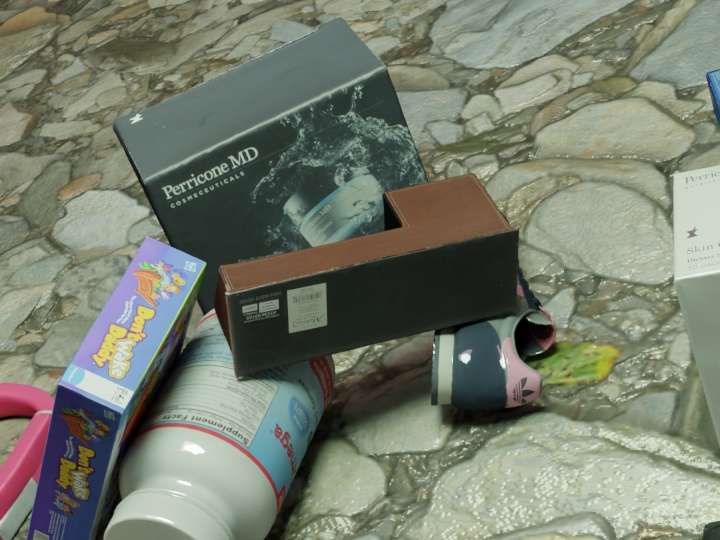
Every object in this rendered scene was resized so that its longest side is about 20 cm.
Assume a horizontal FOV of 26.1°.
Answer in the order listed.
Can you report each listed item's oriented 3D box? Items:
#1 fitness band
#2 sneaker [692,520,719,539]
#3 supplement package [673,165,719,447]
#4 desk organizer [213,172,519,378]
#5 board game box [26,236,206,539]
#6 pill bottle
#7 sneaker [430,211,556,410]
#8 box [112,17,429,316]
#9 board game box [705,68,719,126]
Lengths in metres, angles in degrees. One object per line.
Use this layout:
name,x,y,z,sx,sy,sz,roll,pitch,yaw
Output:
fitness band,-0.306,0.157,1.183,0.143,0.038,0.200,-4,35,26
sneaker,0.226,0.147,0.853,0.199,0.076,0.114,-17,31,2
supplement package,0.299,0.014,0.923,0.199,0.156,0.111,-11,34,18
desk organizer,0.000,0.000,1.047,0.199,0.072,0.077,-13,38,-13
board game box,-0.166,0.091,1.048,0.045,0.200,0.135,24,49,1
pill bottle,-0.095,0.121,1.044,0.108,0.109,0.200,-5,37,25
sneaker,0.102,0.029,1.116,0.082,0.070,0.200,6,42,10
box,-0.054,-0.053,1.188,0.196,0.200,0.117,-26,33,-5
board game box,0.378,-0.128,1.185,0.199,0.045,0.152,-15,33,11
